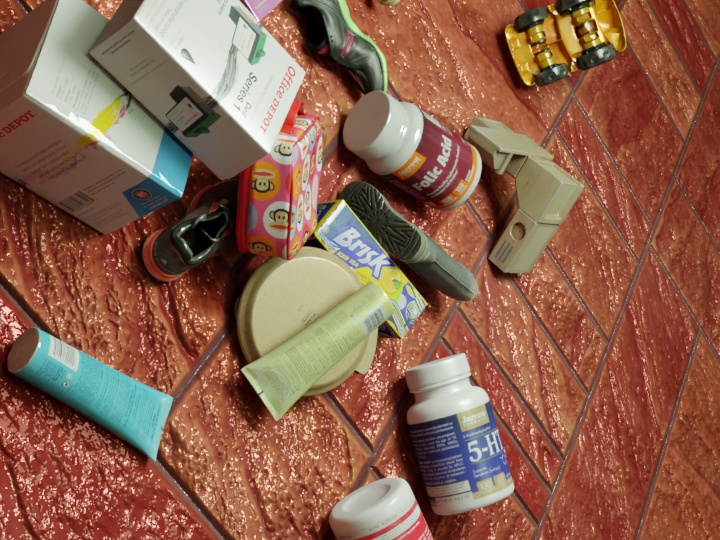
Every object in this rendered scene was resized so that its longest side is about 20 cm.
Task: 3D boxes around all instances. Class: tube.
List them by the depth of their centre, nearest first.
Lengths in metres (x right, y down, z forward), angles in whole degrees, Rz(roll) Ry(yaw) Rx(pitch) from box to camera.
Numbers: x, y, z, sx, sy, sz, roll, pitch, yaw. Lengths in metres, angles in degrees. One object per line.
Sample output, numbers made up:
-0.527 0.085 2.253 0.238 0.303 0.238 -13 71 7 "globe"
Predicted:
-0.278 0.127 1.160 0.200 0.050 0.078 39 54 -38 "tube"
-0.048 0.090 1.338 0.200 0.058 0.052 -39 151 -18 "tube"

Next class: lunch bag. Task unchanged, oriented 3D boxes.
-0.093 -0.119 1.336 0.200 0.081 0.178 -65 162 -71 "lunch bag"

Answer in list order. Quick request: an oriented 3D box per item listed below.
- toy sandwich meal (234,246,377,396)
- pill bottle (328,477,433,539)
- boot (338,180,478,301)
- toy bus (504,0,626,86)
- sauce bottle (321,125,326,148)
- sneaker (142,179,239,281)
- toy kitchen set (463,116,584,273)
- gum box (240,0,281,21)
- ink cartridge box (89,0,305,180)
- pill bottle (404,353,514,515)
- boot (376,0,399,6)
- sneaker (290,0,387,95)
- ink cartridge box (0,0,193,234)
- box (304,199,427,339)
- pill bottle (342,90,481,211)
-0.070 0.064 1.391 0.203 0.070 0.207 2 87 -27 "toy sandwich meal"
0.048 0.373 1.374 0.112 0.112 0.201 -32 99 -49 "pill bottle"
0.072 -0.039 1.575 0.182 0.073 0.200 46 13 30 "boot"
0.367 -0.421 2.011 0.192 0.198 0.137 -62 130 -83 "toy bus"
-0.131 -0.210 1.431 0.199 0.066 0.067 31 54 -39 "sauce bottle"
-0.173 -0.053 1.311 0.077 0.081 0.200 57 40 -15 "sneaker"
0.211 -0.128 1.776 0.162 0.181 0.200 2 35 -50 "toy kitchen set"
-0.144 -0.418 1.492 0.114 0.066 0.200 55 43 -20 "gum box"
-0.165 -0.219 1.160 0.200 0.084 0.147 43 44 -27 "ink cartridge box"
0.130 0.224 1.517 0.119 0.119 0.202 -13 86 -49 "pill bottle"
-0.022 -0.488 1.652 0.154 0.072 0.201 -20 86 -50 "boot"
-0.035 -0.327 1.589 0.084 0.077 0.201 -46 108 -27 "sneaker"
-0.294 -0.164 1.170 0.199 0.146 0.147 34 52 -36 "ink cartridge box"
0.000 0.000 1.486 0.200 0.064 0.070 50 64 -22 "box"
0.076 -0.176 1.610 0.199 0.114 0.115 27 57 -39 "pill bottle"
